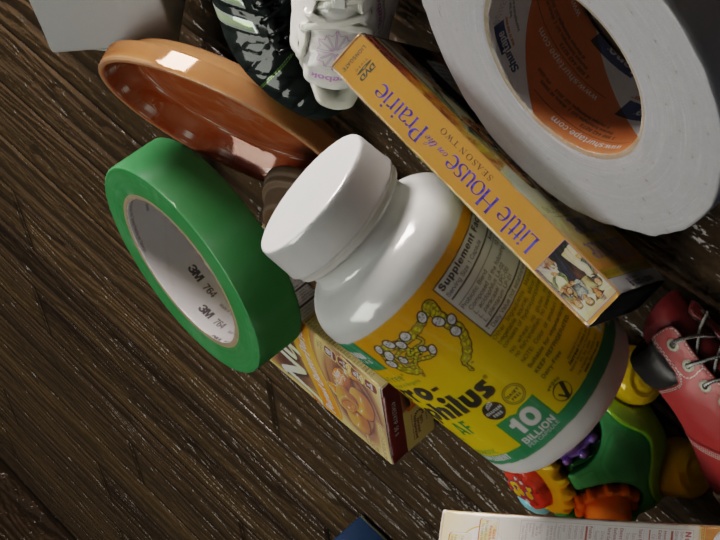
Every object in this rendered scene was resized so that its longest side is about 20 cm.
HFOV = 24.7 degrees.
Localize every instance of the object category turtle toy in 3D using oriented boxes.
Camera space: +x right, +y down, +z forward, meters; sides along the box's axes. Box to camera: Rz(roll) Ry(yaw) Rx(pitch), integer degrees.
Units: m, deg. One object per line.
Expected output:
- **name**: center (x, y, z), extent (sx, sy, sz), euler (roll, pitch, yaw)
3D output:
- **turtle toy**: center (0.129, 0.093, 1.072), extent (0.200, 0.101, 0.146), euler (59, 157, -18)

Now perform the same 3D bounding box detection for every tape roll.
- **tape roll**: center (-0.129, -0.011, 1.337), extent (0.200, 0.048, 0.201), euler (43, 156, 24)
- **tape roll**: center (0.121, -0.116, 0.812), extent (0.200, 0.066, 0.201), euler (41, 155, 24)

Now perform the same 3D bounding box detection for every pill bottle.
- **pill bottle**: center (0.046, 0.016, 0.929), extent (0.200, 0.113, 0.113), euler (39, 162, -19)

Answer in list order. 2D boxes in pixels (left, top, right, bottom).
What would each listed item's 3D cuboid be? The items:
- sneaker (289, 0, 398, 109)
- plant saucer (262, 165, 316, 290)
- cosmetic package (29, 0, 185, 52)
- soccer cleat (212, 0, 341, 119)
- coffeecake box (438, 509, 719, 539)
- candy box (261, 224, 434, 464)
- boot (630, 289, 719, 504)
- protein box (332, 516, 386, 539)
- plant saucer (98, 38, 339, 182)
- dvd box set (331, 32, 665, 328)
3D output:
- **sneaker**: center (-0.002, -0.162, 0.925), extent (0.075, 0.100, 0.200), euler (5, 158, 0)
- **plant saucer**: center (0.000, 0.000, 1.221), extent (0.200, 0.029, 0.200), euler (36, 163, 13)
- **cosmetic package**: center (-0.192, -0.247, 1.136), extent (0.101, 0.074, 0.200), euler (-2, 143, 9)
- **soccer cleat**: center (-0.065, -0.186, 1.057), extent (0.200, 0.067, 0.081), euler (59, 165, -11)
- **coffeecake box**: center (0.168, 0.200, 1.016), extent (0.199, 0.073, 0.153), euler (-2, 161, 32)
- **candy box**: center (-0.027, 0.061, 1.384), extent (0.200, 0.055, 0.116), euler (37, 154, 31)
- **boot**: center (0.224, 0.072, 0.903), extent (0.145, 0.072, 0.200), euler (56, 161, -7)
- **protein box**: center (0.002, 0.403, 1.667), extent (0.200, 0.198, 0.135), euler (39, 155, 26)
- **plant saucer**: center (-0.093, -0.113, 1.187), extent (0.200, 0.032, 0.200), euler (25, 170, 5)
- **dvd box set**: center (0.082, -0.052, 0.928), extent (0.200, 0.029, 0.146), euler (46, -164, 13)
